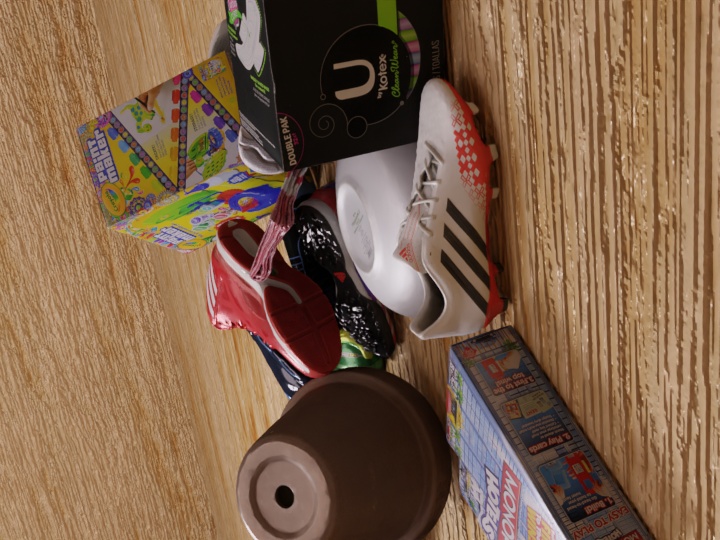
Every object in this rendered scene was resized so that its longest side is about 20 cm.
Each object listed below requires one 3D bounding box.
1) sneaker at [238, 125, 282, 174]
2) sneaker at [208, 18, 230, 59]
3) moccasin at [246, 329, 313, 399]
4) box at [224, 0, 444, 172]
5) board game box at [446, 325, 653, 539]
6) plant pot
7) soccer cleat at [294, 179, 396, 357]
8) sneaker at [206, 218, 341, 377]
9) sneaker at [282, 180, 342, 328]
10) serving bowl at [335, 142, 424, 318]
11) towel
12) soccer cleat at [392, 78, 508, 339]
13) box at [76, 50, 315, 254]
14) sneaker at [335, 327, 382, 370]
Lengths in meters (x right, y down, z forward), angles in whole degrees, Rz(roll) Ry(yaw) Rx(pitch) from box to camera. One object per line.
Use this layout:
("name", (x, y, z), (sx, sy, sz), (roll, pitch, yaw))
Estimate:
("sneaker", (-0.048, -0.180, 0.860), (0.202, 0.074, 0.082), (-60, 13, 7))
("sneaker", (-0.146, -0.251, 1.134), (0.201, 0.069, 0.082), (82, 175, -70))
("moccasin", (-0.094, 0.056, 1.100), (0.201, 0.080, 0.069), (53, 157, 22))
("box", (-0.024, -0.204, 0.728), (0.124, 0.146, 0.204), (-133, 33, -55))
("board game box", (0.138, 0.185, 0.726), (0.200, 0.061, 0.203), (-127, 28, -49))
("plant pot", (-0.030, 0.206, 0.923), (0.197, 0.174, 0.205), (1, 93, 27))
("soccer cleat", (0.000, 0.000, 0.990), (0.067, 0.073, 0.202), (1, 126, 45))
("sneaker", (-0.100, 0.050, 1.020), (0.201, 0.077, 0.116), (56, 142, 20))
("sneaker", (-0.048, -0.007, 1.106), (0.078, 0.069, 0.203), (47, 155, 47))
("serving bowl", (0.024, -0.047, 0.857), (0.200, 0.065, 0.204), (162, 91, -72))
("towel", (-0.061, -0.100, 0.944), (0.144, 0.022, 0.203), (125, 165, -64))
("soccer cleat", (0.061, -0.042, 0.720), (0.068, 0.084, 0.204), (-148, 44, -63))
("box", (-0.179, -0.125, 1.071), (0.124, 0.190, 0.200), (69, -168, 12))
("sneaker", (-0.019, 0.134, 1.118), (0.201, 0.073, 0.085), (111, 142, -61))
